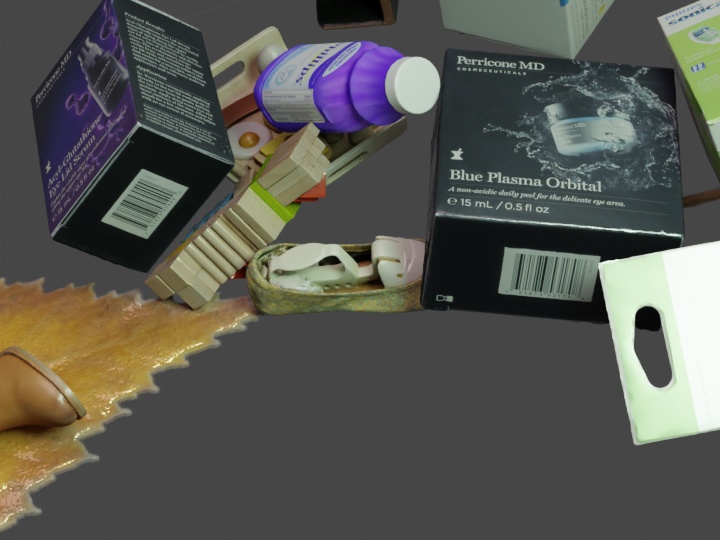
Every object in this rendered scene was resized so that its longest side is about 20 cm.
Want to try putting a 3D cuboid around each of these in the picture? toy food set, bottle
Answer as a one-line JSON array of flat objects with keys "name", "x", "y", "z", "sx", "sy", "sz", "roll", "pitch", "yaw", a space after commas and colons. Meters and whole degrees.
[{"name": "toy food set", "x": -0.073, "y": -0.143, "z": 1.685, "sx": 0.143, "sy": 0.060, "sz": 0.200, "roll": -36, "pitch": 49, "yaw": -19}, {"name": "bottle", "x": -0.010, "y": -0.157, "z": 1.561, "sx": 0.084, "sy": 0.065, "sz": 0.200, "roll": -45, "pitch": 27, "yaw": -23}]

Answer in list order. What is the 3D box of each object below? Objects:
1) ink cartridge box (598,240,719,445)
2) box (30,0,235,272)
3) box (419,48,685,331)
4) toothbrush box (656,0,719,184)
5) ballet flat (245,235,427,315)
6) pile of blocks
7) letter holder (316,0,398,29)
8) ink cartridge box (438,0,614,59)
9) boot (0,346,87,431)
[{"name": "ink cartridge box", "x": 0.290, "y": 0.046, "z": 1.375, "sx": 0.200, "sy": 0.048, "sz": 0.146, "roll": -11, "pitch": 80, "yaw": 4}, {"name": "box", "x": -0.207, "y": -0.125, "z": 1.626, "sx": 0.148, "sy": 0.104, "sz": 0.200, "roll": -49, "pitch": 38, "yaw": 27}, {"name": "box", "x": 0.155, "y": -0.069, "z": 1.493, "sx": 0.197, "sy": 0.117, "sz": 0.200, "roll": 5, "pitch": 48, "yaw": 1}, {"name": "toothbrush box", "x": 0.316, "y": -0.119, "z": 1.466, "sx": 0.086, "sy": 0.146, "sz": 0.200, "roll": -21, "pitch": 31, "yaw": 10}, {"name": "ballet flat", "x": 0.000, "y": 0.000, "z": 1.529, "sx": 0.200, "sy": 0.071, "sz": 0.071, "roll": -4, "pitch": 47, "yaw": 10}, {"name": "pile of blocks", "x": -0.094, "y": -0.038, "z": 1.578, "sx": 0.200, "sy": 0.062, "sz": 0.082, "roll": -41, "pitch": 15, "yaw": 14}, {"name": "letter holder", "x": -0.034, "y": -0.341, "z": 1.835, "sx": 0.142, "sy": 0.101, "sz": 0.200, "roll": -5, "pitch": 47, "yaw": 13}, {"name": "ink cartridge box", "x": 0.177, "y": -0.329, "z": 1.735, "sx": 0.145, "sy": 0.147, "sz": 0.200, "roll": 18, "pitch": 55, "yaw": 28}, {"name": "boot", "x": -0.331, "y": 0.135, "z": 1.485, "sx": 0.200, "sy": 0.074, "sz": 0.155, "roll": 9, "pitch": 48, "yaw": 37}]
